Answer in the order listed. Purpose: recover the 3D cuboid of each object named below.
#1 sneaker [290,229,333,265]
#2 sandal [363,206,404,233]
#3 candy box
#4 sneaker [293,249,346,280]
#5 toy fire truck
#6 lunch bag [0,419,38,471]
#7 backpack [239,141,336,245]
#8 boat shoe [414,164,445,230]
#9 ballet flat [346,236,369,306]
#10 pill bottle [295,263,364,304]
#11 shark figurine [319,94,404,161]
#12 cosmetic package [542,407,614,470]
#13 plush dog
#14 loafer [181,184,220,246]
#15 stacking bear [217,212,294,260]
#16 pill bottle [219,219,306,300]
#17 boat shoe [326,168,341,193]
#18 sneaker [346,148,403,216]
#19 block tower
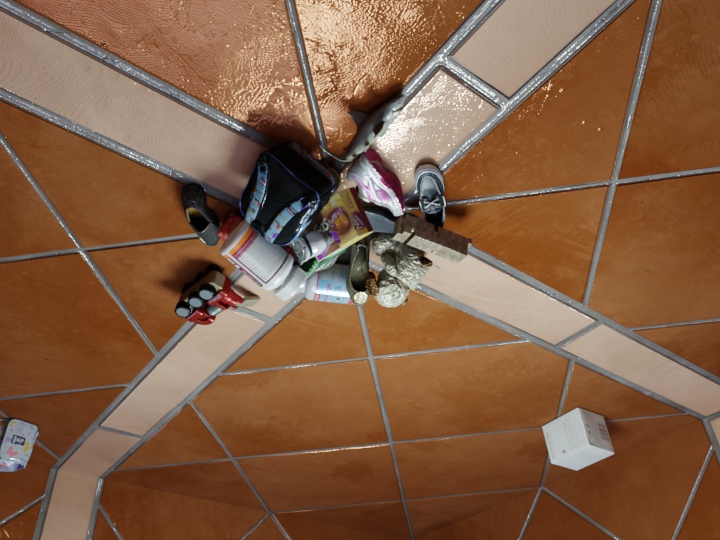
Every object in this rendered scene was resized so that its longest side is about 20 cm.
[{"bbox_3d":[-0.123,-0.063,1.589,0.080,0.200,0.077,-27,101,-14],"label":"sneaker"},{"bbox_3d":[0.061,-0.132,1.682,0.199,0.043,0.076,12,147,-33],"label":"sandal"},{"bbox_3d":[-0.061,-0.110,1.585,0.056,0.117,0.200,-22,177,-37],"label":"candy box"},{"bbox_3d":[-0.113,-0.021,1.725,0.200,0.078,0.085,-40,139,0],"label":"sneaker"},{"bbox_3d":[-0.401,0.090,1.871,0.176,0.129,0.200,-32,123,32],"label":"toy fire truck"},{"bbox_3d":[-1.334,0.652,2.440,0.198,0.170,0.128,7,137,-7],"label":"lunch bag"},{"bbox_3d":[-0.175,-0.168,1.498,0.182,0.135,0.200,39,127,3],"label":"backpack"},{"bbox_3d":[0.176,-0.173,1.609,0.071,0.068,0.201,-8,141,6],"label":"boat shoe"},{"bbox_3d":[0.000,0.000,1.741,0.067,0.046,0.202,0,102,-14],"label":"ballet flat"},{"bbox_3d":[-0.095,0.033,1.811,0.198,0.109,0.109,6,140,-11],"label":"pill bottle"},{"bbox_3d":[-0.005,-0.303,1.413,0.090,0.214,0.128,45,165,0],"label":"shark figurine"},{"bbox_3d":[0.883,0.688,2.646,0.166,0.168,0.200,21,134,-29],"label":"cosmetic package"},{"bbox_3d":[0.103,0.021,1.731,0.200,0.160,0.172,33,93,-37],"label":"plush dog"},{"bbox_3d":[-0.402,-0.121,1.628,0.072,0.073,0.201,-9,141,6],"label":"loafer"},{"bbox_3d":[-0.276,-0.064,1.681,0.200,0.114,0.122,39,82,-26],"label":"stacking bear"},{"bbox_3d":[-0.235,-0.023,1.586,0.200,0.110,0.109,42,126,-18],"label":"pill bottle"},{"bbox_3d":[-0.122,-0.185,1.587,0.200,0.063,0.073,-38,94,28],"label":"boat shoe"},{"bbox_3d":[0.037,-0.201,1.564,0.088,0.082,0.200,-22,129,25],"label":"sneaker"},{"bbox_3d":[0.183,-0.079,1.645,0.199,0.058,0.054,18,152,-15],"label":"block tower"}]
